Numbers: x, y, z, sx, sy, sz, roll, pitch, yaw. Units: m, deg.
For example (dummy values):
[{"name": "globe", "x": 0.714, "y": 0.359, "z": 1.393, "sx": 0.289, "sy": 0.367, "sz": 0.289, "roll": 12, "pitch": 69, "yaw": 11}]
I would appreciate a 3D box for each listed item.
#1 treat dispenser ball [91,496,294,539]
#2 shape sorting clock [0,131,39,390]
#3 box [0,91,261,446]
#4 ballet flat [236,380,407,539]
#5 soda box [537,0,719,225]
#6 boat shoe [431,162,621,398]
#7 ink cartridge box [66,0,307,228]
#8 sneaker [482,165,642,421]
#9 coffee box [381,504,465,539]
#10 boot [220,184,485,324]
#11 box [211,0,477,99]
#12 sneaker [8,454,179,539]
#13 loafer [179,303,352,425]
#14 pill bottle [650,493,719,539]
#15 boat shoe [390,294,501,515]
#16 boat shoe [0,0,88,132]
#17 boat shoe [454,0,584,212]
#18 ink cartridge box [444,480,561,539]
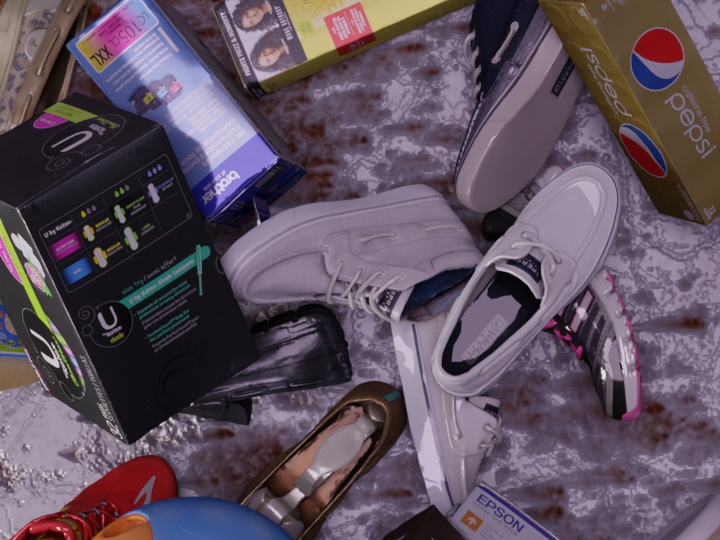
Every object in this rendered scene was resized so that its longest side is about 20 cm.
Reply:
[{"name": "treat dispenser ball", "x": -0.120, "y": 0.260, "z": 1.329, "sx": 0.200, "sy": 0.201, "sz": 0.201, "roll": 0, "pitch": 87, "yaw": 4}, {"name": "shape sorting clock", "x": -0.268, "y": -0.006, "z": 1.413, "sx": 0.200, "sy": 0.039, "sz": 0.201, "roll": -9, "pitch": 108, "yaw": -28}, {"name": "box", "x": -0.186, "y": -0.005, "z": 1.346, "sx": 0.124, "sy": 0.148, "sz": 0.200, "roll": -34, "pitch": 119, "yaw": -23}, {"name": "ballet flat", "x": -0.041, "y": 0.162, "z": 1.417, "sx": 0.200, "sy": 0.072, "sz": 0.068, "roll": -45, "pitch": 83, "yaw": 1}, {"name": "soda box", "x": 0.212, "y": -0.133, "z": 1.370, "sx": 0.064, "sy": 0.068, "sz": 0.200, "roll": -38, "pitch": 113, "yaw": -14}, {"name": "boat shoe", "x": 0.122, "y": 0.006, "z": 1.346, "sx": 0.073, "sy": 0.065, "sz": 0.200, "roll": 32, "pitch": 85, "yaw": 11}, {"name": "ink cartridge box", "x": -0.116, "y": -0.107, "z": 1.407, "sx": 0.076, "sy": 0.136, "sz": 0.200, "roll": -41, "pitch": 84, "yaw": 5}, {"name": "sneaker", "x": 0.149, "y": 0.026, "z": 1.412, "sx": 0.087, "sy": 0.074, "sz": 0.200, "roll": -21, "pitch": 80, "yaw": 3}, {"name": "coffee box", "x": 0.072, "y": 0.280, "z": 1.299, "sx": 0.200, "sy": 0.114, "sz": 0.080, "roll": 48, "pitch": 124, "yaw": -6}, {"name": "boot", "x": 0.000, "y": 0.000, "z": 1.377, "sx": 0.200, "sy": 0.074, "sz": 0.096, "roll": -19, "pitch": 50, "yaw": -26}, {"name": "box", "x": -0.008, "y": -0.206, "z": 1.447, "sx": 0.200, "sy": 0.050, "sz": 0.075, "roll": -22, "pitch": 84, "yaw": 3}, {"name": "sneaker", "x": -0.209, "y": 0.203, "z": 1.394, "sx": 0.077, "sy": 0.085, "sz": 0.200, "roll": 42, "pitch": 60, "yaw": 16}, {"name": "loafer", "x": -0.104, "y": 0.088, "z": 1.428, "sx": 0.200, "sy": 0.068, "sz": 0.071, "roll": -19, "pitch": 99, "yaw": 7}, {"name": "pill bottle", "x": 0.286, "y": 0.271, "z": 1.363, "sx": 0.116, "sy": 0.116, "sz": 0.200, "roll": -42, "pitch": 84, "yaw": 1}, {"name": "boat shoe", "x": 0.073, "y": 0.115, "z": 1.415, "sx": 0.070, "sy": 0.071, "sz": 0.201, "roll": -12, "pitch": 80, "yaw": 4}, {"name": "boat shoe", "x": -0.253, "y": -0.119, "z": 1.450, "sx": 0.062, "sy": 0.073, "sz": 0.201, "roll": 5, "pitch": 86, "yaw": 7}, {"name": "boat shoe", "x": 0.110, "y": -0.143, "z": 1.419, "sx": 0.093, "sy": 0.075, "sz": 0.200, "roll": 28, "pitch": 81, "yaw": 37}, {"name": "ink cartridge box", "x": 0.121, "y": 0.262, "z": 1.363, "sx": 0.199, "sy": 0.041, "sz": 0.200, "roll": 37, "pitch": 125, "yaw": 4}]
